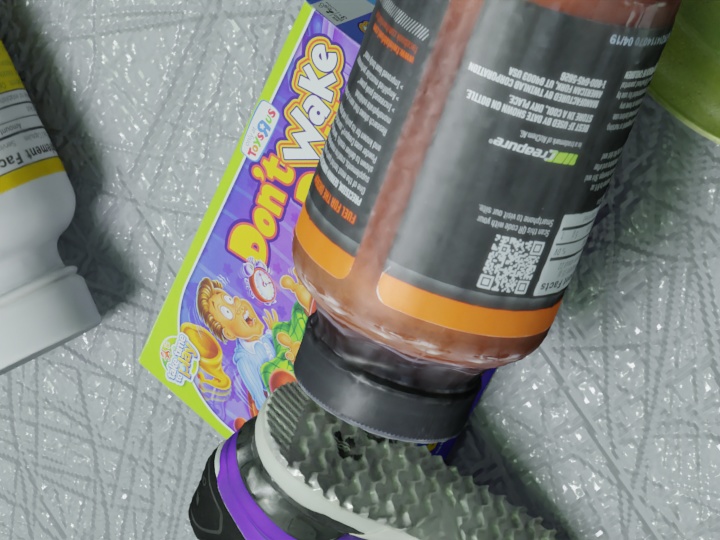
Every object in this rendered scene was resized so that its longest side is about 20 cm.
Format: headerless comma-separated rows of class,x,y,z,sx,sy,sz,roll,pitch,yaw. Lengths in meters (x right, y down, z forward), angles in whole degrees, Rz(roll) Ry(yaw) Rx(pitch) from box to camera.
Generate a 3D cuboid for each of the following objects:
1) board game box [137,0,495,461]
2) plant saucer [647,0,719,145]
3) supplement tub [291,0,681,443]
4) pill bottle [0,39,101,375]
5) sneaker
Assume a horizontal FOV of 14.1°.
board game box,0.000,0.000,1.215,0.134,0.045,0.200,39,125,19
plant saucer,0.164,-0.137,1.056,0.200,0.031,0.201,14,114,33
supplement tub,0.038,-0.039,1.079,0.107,0.107,0.201,30,112,24
pill bottle,-0.195,-0.049,1.297,0.111,0.111,0.200,-26,89,39
sneaker,0.013,0.131,1.201,0.200,0.070,0.099,39,126,-15
